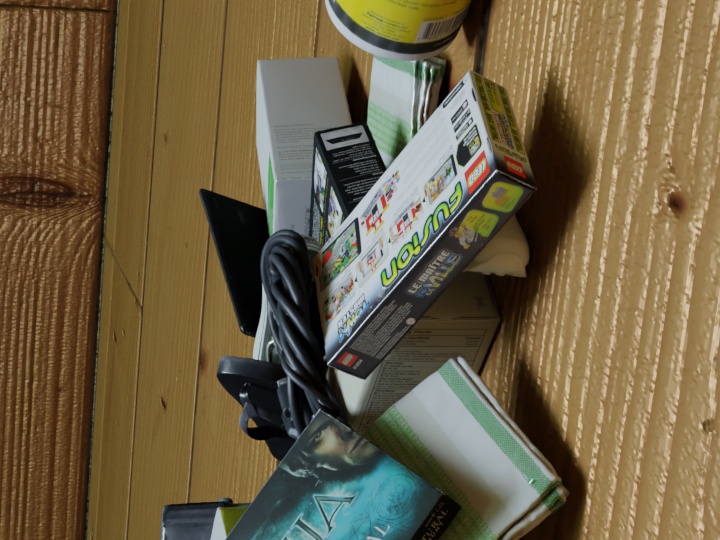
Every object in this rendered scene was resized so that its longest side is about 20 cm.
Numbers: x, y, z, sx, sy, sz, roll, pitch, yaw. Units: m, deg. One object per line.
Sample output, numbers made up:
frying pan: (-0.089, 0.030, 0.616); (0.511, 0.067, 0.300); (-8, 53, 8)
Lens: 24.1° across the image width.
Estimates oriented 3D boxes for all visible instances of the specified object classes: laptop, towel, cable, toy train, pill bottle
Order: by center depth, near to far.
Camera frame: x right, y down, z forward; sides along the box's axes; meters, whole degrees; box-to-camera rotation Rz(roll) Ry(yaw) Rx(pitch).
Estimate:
towel: (0.031, 0.169, 1.146); (0.200, 0.031, 0.149); (-43, 44, 4)
pill bottle: (0.048, -0.262, 1.251); (0.200, 0.113, 0.115); (113, 153, -50)
cable: (-0.040, 0.055, 1.265); (0.200, 0.050, 0.164); (-121, 24, -78)
toy train: (-0.070, 0.222, 1.373); (0.114, 0.198, 0.086); (53, -144, -71)
towel: (0.035, -0.093, 1.443); (0.149, 0.030, 0.201); (-132, 43, -69)
laptop: (-0.078, 0.050, 1.582); (0.116, 0.199, 0.188); (-50, 40, 27)

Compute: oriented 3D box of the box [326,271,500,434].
box: (0.032, 0.075, 1.312); (0.201, 0.094, 0.078); (110, 156, -43)

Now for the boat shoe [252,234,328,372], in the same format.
boat shoe: (-0.052, 0.066, 1.424); (0.064, 0.070, 0.201); (-114, 18, -47)

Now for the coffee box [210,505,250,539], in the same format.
coffee box: (-0.012, 0.308, 1.252); (0.200, 0.199, 0.199); (-109, 26, -48)

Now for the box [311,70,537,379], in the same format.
box: (0.038, -0.030, 1.167); (0.200, 0.035, 0.110); (-49, 33, 31)

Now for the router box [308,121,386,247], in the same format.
router box: (0.000, 0.000, 1.412); (0.201, 0.051, 0.150); (95, 158, -51)

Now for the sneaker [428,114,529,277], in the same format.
sneaker: (0.074, -0.054, 1.229); (0.200, 0.076, 0.081); (-129, 54, -62)

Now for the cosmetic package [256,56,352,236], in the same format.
cosmetic package: (-0.049, -0.103, 1.578); (0.201, 0.084, 0.108); (-103, 13, -51)

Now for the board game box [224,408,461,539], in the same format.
board game box: (-0.039, 0.204, 1.121); (0.135, 0.028, 0.200); (29, 79, 44)

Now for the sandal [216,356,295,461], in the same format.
sandal: (-0.066, 0.129, 1.426); (0.200, 0.076, 0.043); (60, -143, -54)
